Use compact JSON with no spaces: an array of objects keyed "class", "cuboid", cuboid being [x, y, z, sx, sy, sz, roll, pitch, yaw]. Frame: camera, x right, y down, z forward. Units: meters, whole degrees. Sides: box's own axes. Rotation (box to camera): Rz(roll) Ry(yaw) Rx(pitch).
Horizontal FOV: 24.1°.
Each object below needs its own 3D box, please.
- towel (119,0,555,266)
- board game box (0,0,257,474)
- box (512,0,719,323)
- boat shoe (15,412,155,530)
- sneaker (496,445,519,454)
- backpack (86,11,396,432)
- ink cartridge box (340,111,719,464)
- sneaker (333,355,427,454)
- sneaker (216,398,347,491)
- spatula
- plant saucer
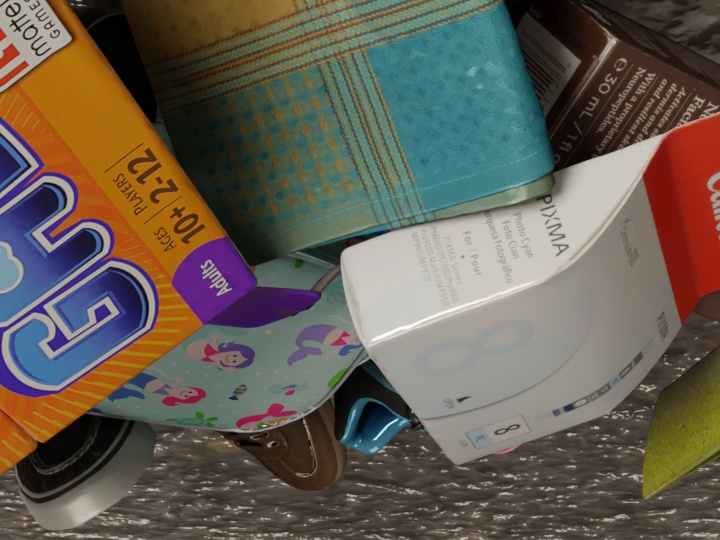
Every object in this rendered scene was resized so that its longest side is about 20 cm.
[{"class":"towel","cuboid":[-0.023,-0.105,0.608,0.146,0.022,0.200,-12,108,25]},{"class":"board game box","cuboid":[-0.193,-0.048,0.575,0.200,0.200,0.200,-36,149,-4]},{"class":"box","cuboid":[0.141,-0.044,0.765,0.200,0.075,0.100,18,113,-35]},{"class":"boat shoe","cuboid":[-0.153,0.061,0.844,0.071,0.200,0.064,-32,114,-1]},{"class":"sneaker","cuboid":[0.110,0.013,0.945,0.079,0.095,0.200,41,130,6]},{"class":"backpack","cuboid":[-0.057,-0.015,0.792,0.200,0.151,0.178,7,140,-30]},{"class":"ink cartridge box","cuboid":[0.108,0.009,0.683,0.200,0.047,0.160,-18,153,8]},{"class":"sneaker","cuboid":[0.058,0.042,0.844,0.073,0.082,0.200,25,151,-29]},{"class":"sneaker","cuboid":[-0.083,0.059,0.930,0.070,0.076,0.200,-10,121,43]},{"class":"spatula","cuboid":[0.000,0.000,0.698,0.200,0.021,0.056,-15,174,-39]},{"class":"plant saucer","cuboid":[0.255,0.035,0.921,0.200,0.048,0.200,-26,166,-27]}]
